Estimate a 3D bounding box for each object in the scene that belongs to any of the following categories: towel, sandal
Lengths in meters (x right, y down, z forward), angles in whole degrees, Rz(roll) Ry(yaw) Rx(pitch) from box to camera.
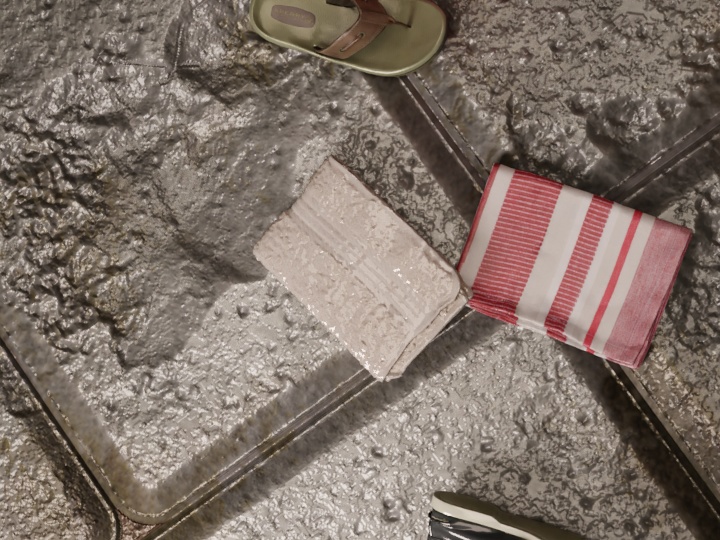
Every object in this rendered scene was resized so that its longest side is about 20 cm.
[{"bbox_3d":[0.198,-0.005,1.166,0.200,0.023,0.144,20,93,9],"label":"towel"},{"bbox_3d":[0.000,0.000,1.183,0.200,0.034,0.133,43,100,12],"label":"towel"},{"bbox_3d":[-0.015,-0.236,1.181,0.201,0.057,0.080,9,92,9],"label":"sandal"}]

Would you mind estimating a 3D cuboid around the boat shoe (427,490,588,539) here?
[{"bbox_3d":[0.154,0.272,1.150,0.199,0.075,0.066,18,96,9],"label":"boat shoe"}]
